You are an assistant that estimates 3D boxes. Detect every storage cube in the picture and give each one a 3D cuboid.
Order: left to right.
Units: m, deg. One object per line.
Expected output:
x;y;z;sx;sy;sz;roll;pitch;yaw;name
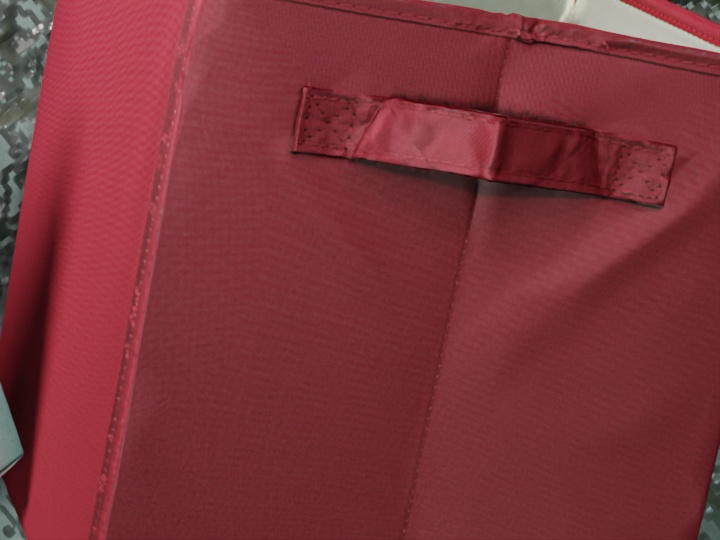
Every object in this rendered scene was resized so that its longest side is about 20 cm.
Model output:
0.000;0.000;0.760;0.170;0.200;0.181;8;102;-18;storage cube

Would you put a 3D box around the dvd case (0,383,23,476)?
-0.203;0.004;0.777;0.199;0.022;0.147;-11;104;29;dvd case
